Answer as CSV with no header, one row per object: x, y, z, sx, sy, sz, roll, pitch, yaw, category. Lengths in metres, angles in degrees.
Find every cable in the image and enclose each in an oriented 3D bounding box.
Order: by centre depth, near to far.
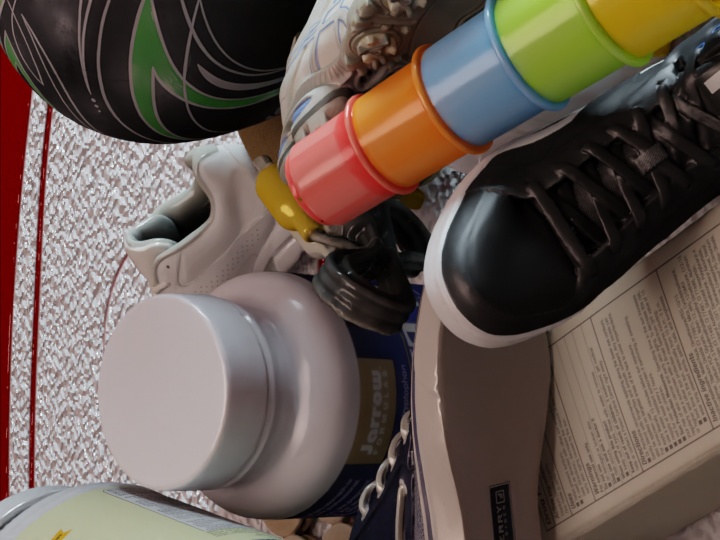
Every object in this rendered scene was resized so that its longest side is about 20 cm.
0.000,0.000,0.912,0.050,0.097,0.200,-52,22,16,cable

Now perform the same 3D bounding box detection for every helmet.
-0.096,-0.159,0.943,0.200,0.190,0.201,2,93,48,helmet

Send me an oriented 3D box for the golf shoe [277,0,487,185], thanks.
0.013,-0.120,0.824,0.200,0.078,0.098,-47,45,45,golf shoe

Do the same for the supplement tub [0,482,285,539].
-0.095,0.177,0.861,0.200,0.145,0.146,10,98,50,supplement tub

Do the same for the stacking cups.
0.056,-0.075,0.762,0.200,0.060,0.061,-33,63,33,stacking cups

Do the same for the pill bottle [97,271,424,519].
-0.025,0.062,0.934,0.119,0.200,0.120,-4,84,42,pill bottle

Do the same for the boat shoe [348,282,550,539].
0.031,0.089,0.847,0.093,0.074,0.201,-5,85,49,boat shoe

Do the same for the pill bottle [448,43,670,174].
0.093,-0.141,0.866,0.111,0.111,0.201,26,111,50,pill bottle

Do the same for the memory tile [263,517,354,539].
-0.009,0.143,1.080,0.153,0.017,0.201,-26,70,50,memory tile

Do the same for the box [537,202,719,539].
0.150,0.043,0.816,0.200,0.077,0.095,-39,59,46,box

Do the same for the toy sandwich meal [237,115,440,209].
-0.002,-0.122,1.036,0.205,0.070,0.206,1,92,47,toy sandwich meal

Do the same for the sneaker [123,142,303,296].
-0.100,0.007,1.127,0.201,0.099,0.078,-70,26,20,sneaker

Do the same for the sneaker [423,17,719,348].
0.114,-0.052,0.751,0.073,0.200,0.112,51,149,3,sneaker
